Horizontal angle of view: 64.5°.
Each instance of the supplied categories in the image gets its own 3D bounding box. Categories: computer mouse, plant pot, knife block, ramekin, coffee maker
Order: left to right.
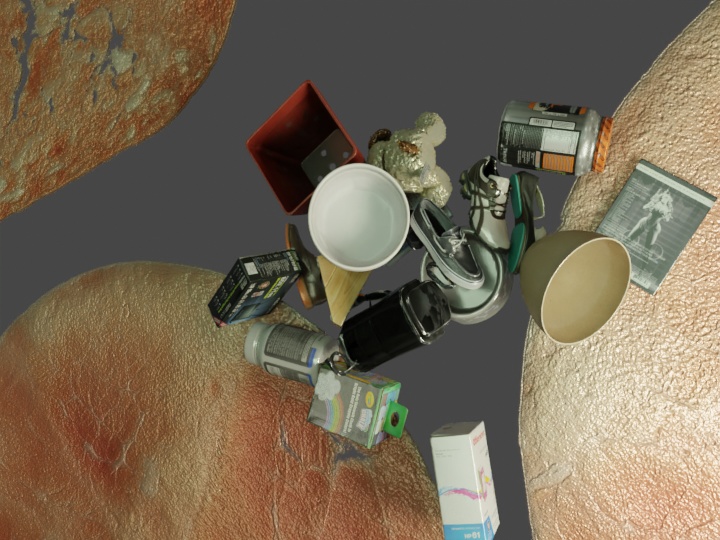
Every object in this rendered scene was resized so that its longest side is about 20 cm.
[{"bbox_3d":[-0.095,-0.247,1.245,0.199,0.175,0.203,-39,73,17],"label":"plant pot"},{"bbox_3d":[-0.004,-0.097,1.123,0.193,0.105,0.207,0,84,-1],"label":"ramekin"},{"bbox_3d":[0.000,0.000,1.198,0.170,0.064,0.206,-14,82,-4],"label":"knife block"},{"bbox_3d":[0.060,0.121,1.116,0.135,0.194,0.199,44,135,-12],"label":"coffee maker"},{"bbox_3d":[0.132,-0.042,1.151,0.057,0.034,0.203,-24,64,-8],"label":"computer mouse"},{"bbox_3d":[0.367,0.010,1.039,0.203,0.197,0.135,-56,34,9],"label":"plant pot"}]

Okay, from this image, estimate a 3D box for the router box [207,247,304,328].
[{"bbox_3d":[-0.232,0.039,1.260,0.200,0.147,0.063,-46,68,42],"label":"router box"}]

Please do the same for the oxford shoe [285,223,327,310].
[{"bbox_3d":[-0.122,-0.017,1.309,0.071,0.071,0.206,-19,83,0],"label":"oxford shoe"}]

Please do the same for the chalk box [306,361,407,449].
[{"bbox_3d":[0.008,0.283,1.195,0.195,0.123,0.128,16,92,22],"label":"chalk box"}]

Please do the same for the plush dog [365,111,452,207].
[{"bbox_3d":[0.079,-0.218,1.174,0.169,0.158,0.207,-13,82,45],"label":"plush dog"}]

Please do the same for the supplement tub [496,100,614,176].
[{"bbox_3d":[0.365,-0.248,1.076,0.195,0.122,0.127,14,92,22],"label":"supplement tub"}]

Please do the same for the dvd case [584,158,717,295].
[{"bbox_3d":[0.528,-0.081,1.052,0.147,0.016,0.204,34,101,23],"label":"dvd case"}]

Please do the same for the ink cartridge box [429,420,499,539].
[{"bbox_3d":[0.200,0.403,1.090,0.082,0.144,0.207,-12,82,21],"label":"ink cartridge box"}]

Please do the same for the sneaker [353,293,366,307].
[{"bbox_3d":[-0.039,-0.010,1.266,0.075,0.078,0.207,-12,84,7],"label":"sneaker"}]

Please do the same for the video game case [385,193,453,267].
[{"bbox_3d":[0.079,-0.144,1.247,0.181,0.022,0.203,-37,74,17],"label":"video game case"}]

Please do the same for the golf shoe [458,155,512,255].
[{"bbox_3d":[0.254,-0.131,1.104,0.094,0.076,0.205,-44,53,45],"label":"golf shoe"}]

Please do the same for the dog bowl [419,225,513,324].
[{"bbox_3d":[0.209,0.007,1.161,0.194,0.058,0.207,-1,86,23],"label":"dog bowl"}]

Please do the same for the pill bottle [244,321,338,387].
[{"bbox_3d":[-0.155,0.183,1.275,0.194,0.113,0.118,12,91,23],"label":"pill bottle"}]

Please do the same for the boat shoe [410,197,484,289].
[{"bbox_3d":[0.173,-0.056,1.100,0.202,0.070,0.068,55,150,20],"label":"boat shoe"}]

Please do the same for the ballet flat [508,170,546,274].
[{"bbox_3d":[0.328,-0.093,1.112,0.066,0.068,0.207,4,85,-6],"label":"ballet flat"}]
